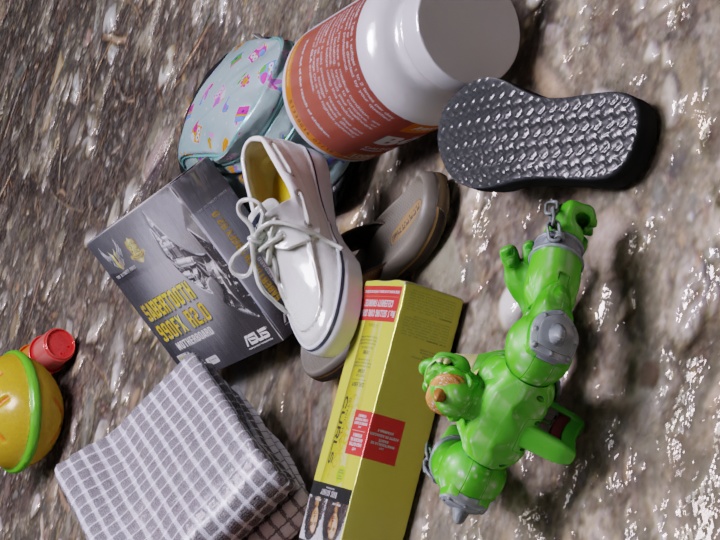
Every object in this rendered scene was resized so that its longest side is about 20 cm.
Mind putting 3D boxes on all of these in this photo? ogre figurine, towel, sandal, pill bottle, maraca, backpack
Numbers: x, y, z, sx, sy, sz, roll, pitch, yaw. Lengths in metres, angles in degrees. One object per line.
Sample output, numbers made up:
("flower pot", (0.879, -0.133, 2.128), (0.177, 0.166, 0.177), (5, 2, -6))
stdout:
("ogre figurine", (0.089, 0.064, 1.061), (0.200, 0.098, 0.120), (-44, 15, 21))
("towel", (-0.142, 0.172, 1.396), (0.166, 0.086, 0.200), (-46, 40, 2))
("sandal", (0.121, -0.080, 1.151), (0.200, 0.048, 0.076), (14, 86, 54))
("pill bottle", (0.030, -0.153, 1.304), (0.200, 0.111, 0.113), (-18, 58, 62))
("sandal", (0.000, 0.000, 1.334), (0.200, 0.054, 0.082), (-53, 30, 37))
("maraca", (-0.402, 0.157, 2.026), (0.200, 0.106, 0.138), (12, 94, 60))
("backpack", (-0.073, -0.119, 1.489), (0.200, 0.126, 0.168), (8, 78, 63))

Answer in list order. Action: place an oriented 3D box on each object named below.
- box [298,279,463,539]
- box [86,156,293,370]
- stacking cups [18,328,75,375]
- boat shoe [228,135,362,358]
("box", (0.013, 0.109, 1.238), (0.075, 0.050, 0.202), (2, 75, 67))
("box", (-0.138, 0.004, 1.514), (0.048, 0.159, 0.200), (-41, 9, -31))
("stacking cups", (-0.398, 0.115, 2.110), (0.200, 0.060, 0.061), (-38, 41, 52))
("boat shoe", (-0.058, -0.026, 1.306), (0.075, 0.086, 0.203), (-44, 41, 34))
